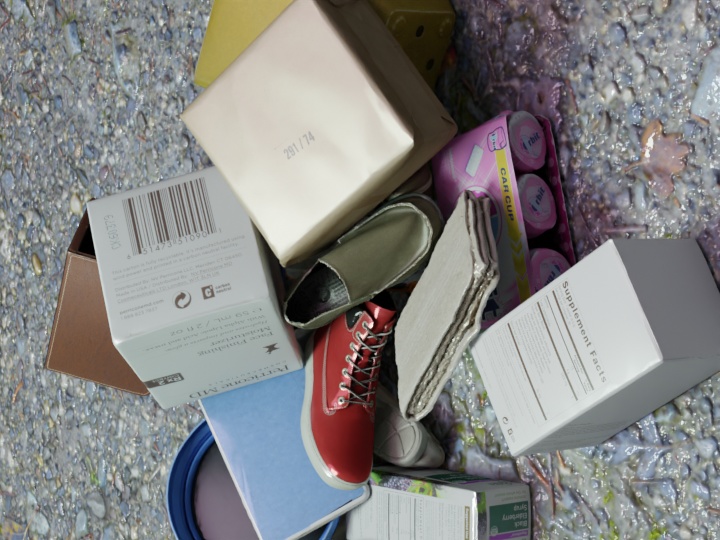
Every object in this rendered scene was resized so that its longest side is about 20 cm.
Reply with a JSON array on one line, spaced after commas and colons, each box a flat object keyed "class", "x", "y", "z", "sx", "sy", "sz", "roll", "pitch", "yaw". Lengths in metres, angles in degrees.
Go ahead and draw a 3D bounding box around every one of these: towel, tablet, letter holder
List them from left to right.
[{"class": "letter holder", "x": -0.279, "y": 0.037, "z": 1.792, "sx": 0.101, "sy": 0.142, "sz": 0.200, "roll": -77, "pitch": 6, "yaw": -49}, {"class": "tablet", "x": -0.085, "y": 0.185, "z": 1.620, "sx": 0.130, "sy": 0.014, "sz": 0.200, "roll": -30, "pitch": 66, "yaw": 7}, {"class": "towel", "x": 0.081, "y": 0.033, "z": 1.447, "sx": 0.133, "sy": 0.034, "sz": 0.200, "roll": -92, "pitch": 22, "yaw": -51}]

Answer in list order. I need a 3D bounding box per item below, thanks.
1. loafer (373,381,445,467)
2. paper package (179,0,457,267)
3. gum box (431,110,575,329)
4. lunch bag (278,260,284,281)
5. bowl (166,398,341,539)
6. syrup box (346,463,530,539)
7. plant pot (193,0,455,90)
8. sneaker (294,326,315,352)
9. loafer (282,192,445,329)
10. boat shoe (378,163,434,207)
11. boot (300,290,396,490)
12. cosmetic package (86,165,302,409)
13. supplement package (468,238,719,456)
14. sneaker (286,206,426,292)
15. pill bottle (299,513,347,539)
[{"class": "loafer", "x": 0.015, "y": 0.158, "z": 1.647, "sx": 0.072, "sy": 0.063, "sz": 0.200, "roll": -56, "pitch": 44, "yaw": 3}, {"class": "paper package", "x": -0.042, "y": -0.141, "z": 1.464, "sx": 0.200, "sy": 0.103, "sz": 0.191, "roll": -40, "pitch": 82, "yaw": 30}, {"class": "gum box", "x": 0.140, "y": -0.050, "z": 1.488, "sx": 0.113, "sy": 0.066, "sz": 0.200, "roll": -19, "pitch": 76, "yaw": 50}, {"class": "lunch bag", "x": -0.168, "y": -0.013, "z": 1.798, "sx": 0.200, "sy": 0.132, "sz": 0.136, "roll": -37, "pitch": 63, "yaw": 58}, {"class": "bowl", "x": -0.111, "y": 0.240, "z": 1.641, "sx": 0.200, "sy": 0.039, "sz": 0.201, "roll": -5, "pitch": 73, "yaw": 16}, {"class": "syrup box", "x": 0.077, "y": 0.249, "z": 1.560, "sx": 0.200, "sy": 0.079, "sz": 0.082, "roll": 0, "pitch": 91, "yaw": 50}, {"class": "plant pot", "x": -0.020, "y": -0.250, "z": 1.586, "sx": 0.200, "sy": 0.195, "sz": 0.194, "roll": 31, "pitch": 114, "yaw": 33}, {"class": "sneaker", "x": -0.083, "y": 0.078, "z": 1.752, "sx": 0.200, "sy": 0.073, "sz": 0.112, "roll": -49, "pitch": 41, "yaw": 26}, {"class": "loafer", "x": 0.000, "y": 0.000, "z": 1.496, "sx": 0.200, "sy": 0.070, "sz": 0.075, "roll": -40, "pitch": 91, "yaw": 21}, {"class": "boat shoe", "x": 0.029, "y": -0.098, "z": 1.596, "sx": 0.202, "sy": 0.075, "sz": 0.075, "roll": -116, "pitch": 3, "yaw": -62}, {"class": "boot", "x": -0.003, "y": 0.113, "z": 1.555, "sx": 0.144, "sy": 0.072, "sz": 0.200, "roll": -51, "pitch": 36, "yaw": 46}, {"class": "cosmetic package", "x": -0.168, "y": 0.019, "z": 1.573, "sx": 0.200, "sy": 0.165, "sz": 0.165, "roll": 71, "pitch": -177, "yaw": -64}, {"class": "supplement package", "x": 0.218, "y": 0.069, "z": 1.358, "sx": 0.200, "sy": 0.121, "sz": 0.120, "roll": -40, "pitch": 61, "yaw": 42}, {"class": "sneaker", "x": 0.000, "y": -0.024, "z": 1.660, "sx": 0.200, "sy": 0.076, "sz": 0.092, "roll": 1, "pitch": 84, "yaw": 42}, {"class": "pill bottle", "x": -0.067, "y": 0.257, "z": 1.704, "sx": 0.112, "sy": 0.112, "sz": 0.200, "roll": -41, "pitch": 61, "yaw": 42}]
